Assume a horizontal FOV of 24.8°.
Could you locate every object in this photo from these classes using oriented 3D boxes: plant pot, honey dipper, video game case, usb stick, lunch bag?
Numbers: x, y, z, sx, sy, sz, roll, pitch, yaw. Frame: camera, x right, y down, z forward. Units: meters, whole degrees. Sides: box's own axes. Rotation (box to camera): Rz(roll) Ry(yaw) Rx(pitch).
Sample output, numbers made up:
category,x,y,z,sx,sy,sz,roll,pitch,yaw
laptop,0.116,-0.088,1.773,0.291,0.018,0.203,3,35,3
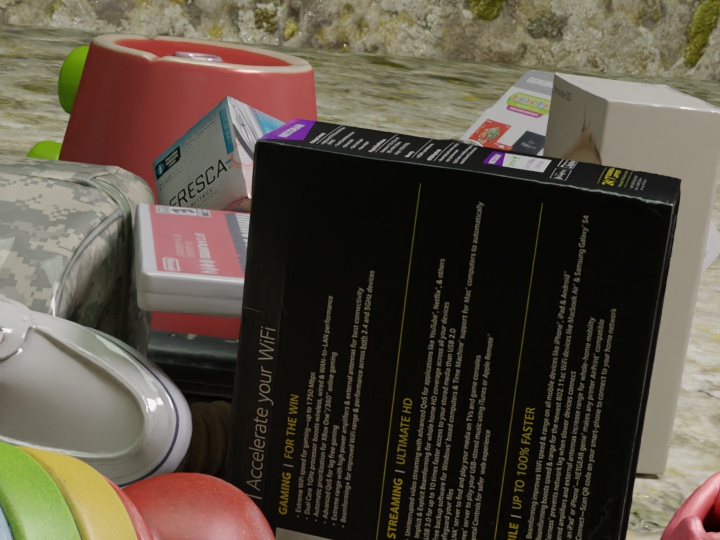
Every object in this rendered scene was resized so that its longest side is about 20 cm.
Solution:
category,x,y,z,sx,sy,sz,roll,pitch,yaw
plant pot,-0.109,-0.052,1.039,0.198,0.179,0.201,7,12,-1
honey dipper,-0.024,0.081,0.830,0.199,0.038,0.038,-1,15,-39
video game case,0.000,0.000,0.724,0.198,0.018,0.143,5,13,-10
usb stick,-0.034,0.059,0.925,0.198,0.033,0.055,6,14,-5
lunch bag,-0.208,0.016,0.769,0.198,0.141,0.168,9,9,5

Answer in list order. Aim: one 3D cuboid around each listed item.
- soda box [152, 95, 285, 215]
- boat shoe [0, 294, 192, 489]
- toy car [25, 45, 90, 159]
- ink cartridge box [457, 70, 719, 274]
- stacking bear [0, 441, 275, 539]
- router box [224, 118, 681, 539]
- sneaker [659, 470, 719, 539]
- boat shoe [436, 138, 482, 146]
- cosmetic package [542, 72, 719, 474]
category,x,y,z,sx,sy,sz,roll,pitch,yaw
soda box,-0.014,-0.018,0.874,0.199,0.063,0.069,22,42,-43
boat shoe,-0.164,0.034,0.648,0.199,0.072,0.066,25,-7,6
toy car,-0.141,-0.066,1.280,0.163,0.159,0.200,15,-14,17
ink cartridge box,0.137,-0.036,1.108,0.199,0.176,0.084,25,-22,52
stacking bear,-0.109,0.109,0.517,0.199,0.115,0.121,1,14,-45
router box,0.028,0.056,0.596,0.148,0.202,0.051,10,15,12
sneaker,0.168,0.117,0.670,0.073,0.088,0.200,15,15,26
boat shoe,0.060,-0.044,0.985,0.198,0.068,0.072,-3,45,-17
cosmetic package,0.137,0.000,0.902,0.072,0.202,0.104,4,13,-11
